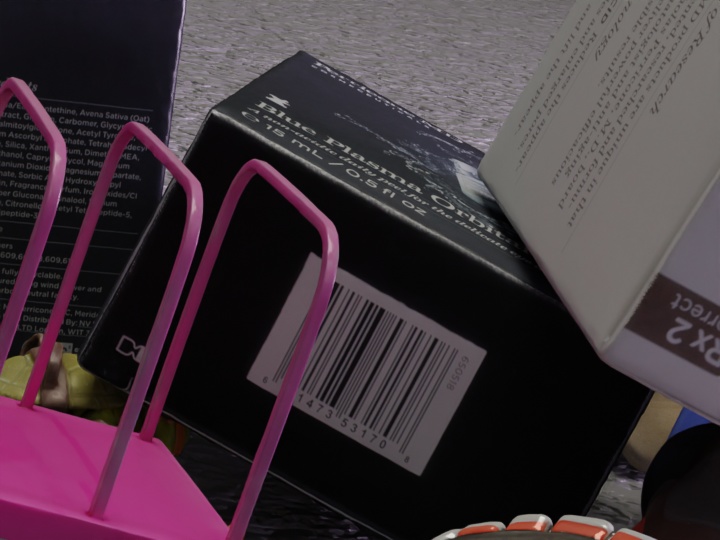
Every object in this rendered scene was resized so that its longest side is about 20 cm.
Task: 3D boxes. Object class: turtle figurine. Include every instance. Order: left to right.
[{"bbox_3d":[-0.127,0.059,1.044,0.160,0.065,0.200,4,14,-22],"label":"turtle figurine"}]

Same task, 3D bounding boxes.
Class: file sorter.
[{"bbox_3d":[-0.125,0.004,0.884,0.199,0.126,0.139,17,8,-20],"label":"file sorter"}]

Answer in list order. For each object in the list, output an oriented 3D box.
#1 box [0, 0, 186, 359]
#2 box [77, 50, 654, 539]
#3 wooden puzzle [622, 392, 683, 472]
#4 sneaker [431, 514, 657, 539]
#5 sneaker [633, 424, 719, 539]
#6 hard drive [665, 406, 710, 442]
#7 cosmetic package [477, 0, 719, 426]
[{"bbox_3d":[-0.149,-0.063,1.255,0.103,0.202,0.148,6,13,-14],"label":"box"},{"bbox_3d":[0.016,0.016,1.096,0.196,0.118,0.200,29,13,2],"label":"box"},{"bbox_3d":[0.158,0.051,1.342,0.184,0.037,0.200,3,23,-27],"label":"wooden puzzle"},{"bbox_3d":[0.085,0.134,0.853,0.199,0.078,0.082,15,20,29],"label":"sneaker"},{"bbox_3d":[0.118,0.102,0.986,0.081,0.078,0.200,1,13,-7],"label":"sneaker"},{"bbox_3d":[0.205,0.032,1.214,0.131,0.025,0.200,-30,8,24],"label":"hard drive"},{"bbox_3d":[0.167,-0.038,0.994,0.164,0.166,0.200,26,14,-20],"label":"cosmetic package"}]
